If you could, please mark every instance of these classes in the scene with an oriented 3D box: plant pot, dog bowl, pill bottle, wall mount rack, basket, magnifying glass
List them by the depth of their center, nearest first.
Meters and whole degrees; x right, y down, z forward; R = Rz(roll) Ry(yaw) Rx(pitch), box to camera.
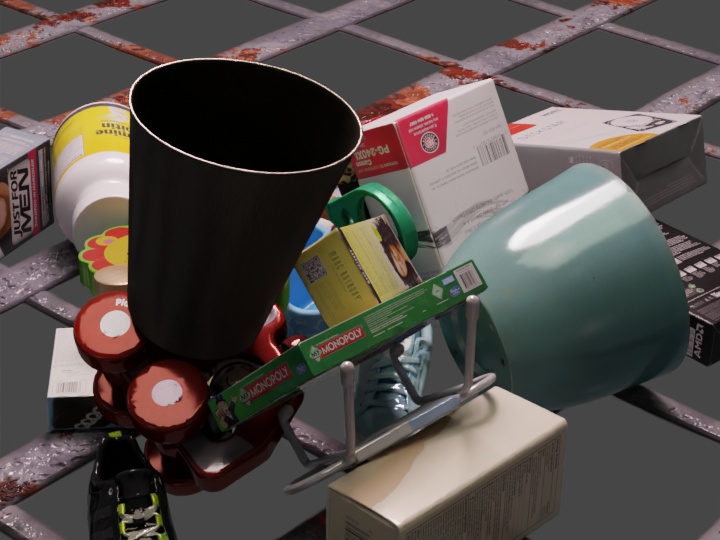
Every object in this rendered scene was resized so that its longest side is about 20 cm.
[{"bbox_3d":[0.021,0.093,1.352,0.199,0.075,0.174,-28,-2,-26],"label":"wall mount rack"},{"bbox_3d":[-0.107,-0.041,1.371,0.178,0.201,0.137,2,42,-19],"label":"basket"},{"bbox_3d":[0.162,0.030,1.547,0.160,0.202,0.200,-24,36,-18],"label":"plant pot"},{"bbox_3d":[-0.013,-0.054,1.675,0.022,0.080,0.199,-30,29,-29],"label":"magnifying glass"},{"bbox_3d":[-0.055,0.007,1.679,0.111,0.050,0.199,-38,43,-19],"label":"dog bowl"},{"bbox_3d":[-0.256,-0.084,1.807,0.111,0.113,0.201,-4,29,-10],"label":"pill bottle"}]

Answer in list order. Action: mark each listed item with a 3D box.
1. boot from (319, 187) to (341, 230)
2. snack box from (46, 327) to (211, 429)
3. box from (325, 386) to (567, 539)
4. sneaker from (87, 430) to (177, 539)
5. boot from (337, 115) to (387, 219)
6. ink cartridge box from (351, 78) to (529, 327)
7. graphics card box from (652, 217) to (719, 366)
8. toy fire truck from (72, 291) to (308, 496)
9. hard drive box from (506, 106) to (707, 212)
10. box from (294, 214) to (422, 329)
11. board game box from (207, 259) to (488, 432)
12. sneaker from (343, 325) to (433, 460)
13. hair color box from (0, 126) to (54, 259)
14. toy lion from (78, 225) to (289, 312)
[{"bbox_3d":[-0.009,-0.087,1.864,0.090,0.073,0.199,26,38,29],"label":"boot"},{"bbox_3d":[-0.173,0.092,1.570,0.197,0.037,0.117,-1,29,-4],"label":"snack box"},{"bbox_3d":[0.068,0.177,1.370,0.077,0.096,0.199,25,35,37],"label":"box"},{"bbox_3d":[-0.176,0.192,1.340,0.071,0.084,0.200,-8,30,-17],"label":"sneaker"},{"bbox_3d":[0.041,-0.081,1.768,0.073,0.152,0.200,-4,24,38],"label":"boot"},{"bbox_3d":[0.086,-0.061,1.685,0.145,0.202,0.083,-26,11,-41],"label":"ink cartridge box"},{"bbox_3d":[0.302,0.014,1.719,0.125,0.051,0.199,-21,34,-36],"label":"graphics card box"},{"bbox_3d":[-0.128,0.076,1.453,0.167,0.113,0.200,-33,59,-17],"label":"toy fire truck"},{"bbox_3d":[0.237,-0.113,1.868,0.199,0.078,0.155,7,22,42],"label":"hard drive box"},{"bbox_3d":[0.000,0.000,1.508,0.050,0.076,0.200,-30,0,14],"label":"box"},{"bbox_3d":[-0.009,0.058,1.383,0.199,0.029,0.134,-25,-5,-42],"label":"board game box"},{"bbox_3d":[0.024,0.088,1.539,0.073,0.083,0.201,2,28,4],"label":"sneaker"},{"bbox_3d":[-0.387,-0.057,1.767,0.060,0.100,0.200,15,32,23],"label":"hair color box"},{"bbox_3d":[-0.162,0.002,1.630,0.197,0.069,0.192,0,24,2],"label":"toy lion"}]
